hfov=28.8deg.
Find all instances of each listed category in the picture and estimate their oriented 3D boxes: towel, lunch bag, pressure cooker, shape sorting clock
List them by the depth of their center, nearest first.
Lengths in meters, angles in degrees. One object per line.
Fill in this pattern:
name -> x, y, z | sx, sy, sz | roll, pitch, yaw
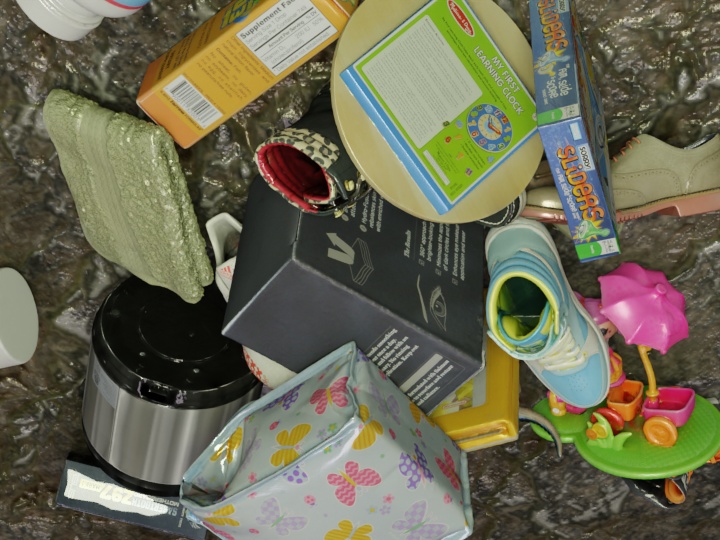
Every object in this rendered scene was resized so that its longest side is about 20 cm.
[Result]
shape sorting clock -> 0.065, -0.137, 1.122 | 0.199, 0.201, 0.039 | 27, 164, -19
lunch bag -> -0.032, 0.181, 1.183 | 0.199, 0.128, 0.170 | -35, 119, 20
towel -> -0.208, -0.064, 1.256 | 0.148, 0.037, 0.201 | 22, 141, 28
pressure cooker -> -0.186, 0.118, 1.364 | 0.177, 0.177, 0.201 | 10, 132, -8

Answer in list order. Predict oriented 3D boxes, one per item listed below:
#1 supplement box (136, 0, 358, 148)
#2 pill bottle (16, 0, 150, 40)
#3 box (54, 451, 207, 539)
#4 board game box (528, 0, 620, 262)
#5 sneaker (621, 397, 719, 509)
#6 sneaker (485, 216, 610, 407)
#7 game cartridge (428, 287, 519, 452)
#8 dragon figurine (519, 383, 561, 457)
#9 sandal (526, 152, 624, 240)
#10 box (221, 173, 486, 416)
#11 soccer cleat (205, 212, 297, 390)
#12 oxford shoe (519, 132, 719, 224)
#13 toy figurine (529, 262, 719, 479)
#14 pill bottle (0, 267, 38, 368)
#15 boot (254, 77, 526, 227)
supplement box -> -0.093, -0.186, 1.161 | 0.199, 0.067, 0.069 | -30, 121, 27
pill bottle -> -0.176, -0.264, 1.067 | 0.199, 0.109, 0.109 | -33, 122, 29
box -> -0.241, 0.237, 1.485 | 0.156, 0.051, 0.200 | 15, 173, -10
board game box -> 0.167, -0.124, 1.105 | 0.034, 0.201, 0.136 | -13, 131, 15
sneaker -> 0.345, 0.192, 1.432 | 0.198, 0.113, 0.078 | -1, 132, 6
sneaker -> 0.162, 0.063, 1.232 | 0.079, 0.131, 0.201 | -24, 111, 19
game cartridge -> 0.063, 0.100, 1.313 | 0.175, 0.201, 0.033 | -16, 125, 17
dragon figurine -> 0.108, 0.137, 1.411 | 0.199, 0.059, 0.100 | 36, 120, 4
sandal -> 0.163, -0.080, 1.241 | 0.200, 0.058, 0.080 | 33, 126, -23
box -> 0.000, 0.000, 1.232 | 0.199, 0.198, 0.117 | 30, 129, -21
soccer cleat -> -0.093, 0.029, 1.267 | 0.068, 0.201, 0.085 | -30, 138, 6
oxford shoe -> 0.227, -0.079, 1.212 | 0.198, 0.071, 0.075 | -8, 96, -18
toy figurine -> 0.249, 0.078, 1.356 | 0.199, 0.150, 0.185 | 8, 123, 31
pill bottle -> -0.427, 0.061, 1.376 | 0.198, 0.114, 0.114 | -10, 130, 13
boot -> 0.024, -0.076, 1.150 | 0.203, 0.154, 0.074 | 35, 130, 9
